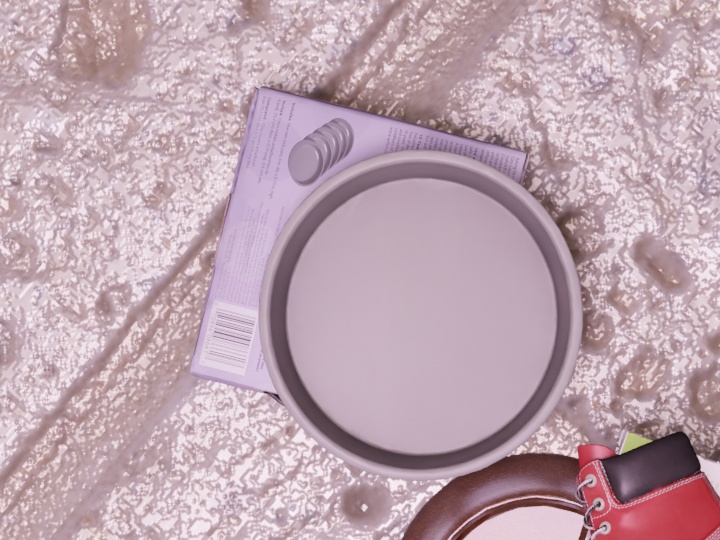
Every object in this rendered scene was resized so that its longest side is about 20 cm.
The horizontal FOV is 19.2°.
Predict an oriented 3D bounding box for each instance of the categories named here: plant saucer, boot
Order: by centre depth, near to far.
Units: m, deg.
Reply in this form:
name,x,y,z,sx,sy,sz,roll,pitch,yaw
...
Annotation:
name,x,y,z,sx,sy,sz,roll,pitch,yaw
boot,0.135,0.187,1.250,0.199,0.072,0.145,-34,81,-7
plant saucer,0.113,0.218,1.348,0.198,0.032,0.202,0,87,5

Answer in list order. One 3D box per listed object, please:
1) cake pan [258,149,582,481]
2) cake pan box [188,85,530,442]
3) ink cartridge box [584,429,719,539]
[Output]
name,x,y,z,sx,sy,sz,roll,pitch,yaw
cake pan,0.037,0.028,1.309,0.198,0.037,0.202,0,89,4
cake pan box,0.000,0.000,1.356,0.182,0.052,0.202,12,88,7
ink cartridge box,0.232,0.197,1.312,0.198,0.076,0.149,19,86,6
